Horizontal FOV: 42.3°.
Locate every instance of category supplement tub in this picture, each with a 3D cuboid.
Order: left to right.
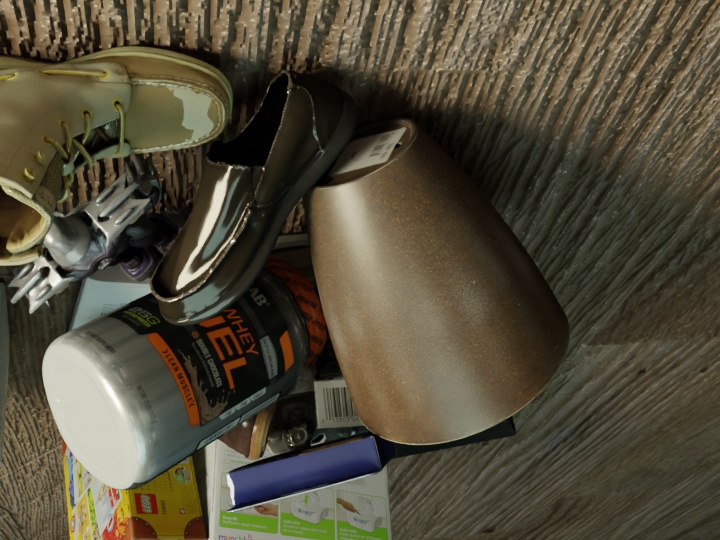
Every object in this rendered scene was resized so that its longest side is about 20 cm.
[{"bbox_3d":[-0.127,0.069,0.714,0.200,0.123,0.123,-29,170,-42],"label":"supplement tub"}]

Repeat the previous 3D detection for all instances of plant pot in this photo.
[{"bbox_3d":[0.040,-0.007,0.707,0.186,0.187,0.201,-18,119,17],"label":"plant pot"}]

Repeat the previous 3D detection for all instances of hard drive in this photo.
[{"bbox_3d":[-0.214,0.052,0.908,0.131,0.026,0.200,5,149,-23],"label":"hard drive"}]

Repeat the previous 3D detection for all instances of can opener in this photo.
[{"bbox_3d":[-0.012,0.139,0.932,0.199,0.054,0.067,-8,178,-25],"label":"can opener"}]

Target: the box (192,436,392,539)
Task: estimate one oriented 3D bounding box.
[{"bbox_3d":[-0.074,0.237,0.968,0.199,0.177,0.097,14,141,-24],"label":"box"}]

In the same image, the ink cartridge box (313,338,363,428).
[{"bbox_3d":[0.015,0.087,0.896,0.108,0.051,0.200,-4,-165,2],"label":"ink cartridge box"}]

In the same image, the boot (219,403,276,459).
[{"bbox_3d":[-0.166,0.112,0.840,0.165,0.073,0.200,16,177,-15],"label":"boot"}]

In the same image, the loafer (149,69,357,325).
[{"bbox_3d":[-0.087,-0.056,0.636,0.071,0.073,0.201,35,90,-43],"label":"loafer"}]

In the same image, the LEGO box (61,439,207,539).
[{"bbox_3d":[-0.235,0.219,0.940,0.077,0.201,0.149,12,131,-34],"label":"LEGO box"}]

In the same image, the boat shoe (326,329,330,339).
[{"bbox_3d":[0.048,0.027,0.895,0.199,0.062,0.072,-10,152,3],"label":"boat shoe"}]

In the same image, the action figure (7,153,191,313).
[{"bbox_3d":[-0.181,-0.023,0.668,0.130,0.070,0.200,-31,173,9],"label":"action figure"}]

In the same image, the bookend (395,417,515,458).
[{"bbox_3d":[0.063,0.137,1.072,0.199,0.093,0.199,-13,150,12],"label":"bookend"}]

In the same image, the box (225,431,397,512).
[{"bbox_3d":[-0.036,0.162,0.776,0.120,0.033,0.200,-15,173,4],"label":"box"}]

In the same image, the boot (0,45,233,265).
[{"bbox_3d":[-0.172,-0.071,0.550,0.198,0.155,0.072,-1,127,-11],"label":"boot"}]

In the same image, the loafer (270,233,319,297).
[{"bbox_3d":[0.000,0.000,0.832,0.198,0.063,0.072,-7,153,-4],"label":"loafer"}]

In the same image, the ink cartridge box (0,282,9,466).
[{"bbox_3d":[-0.414,0.100,0.812,0.199,0.146,0.145,2,150,-21],"label":"ink cartridge box"}]
